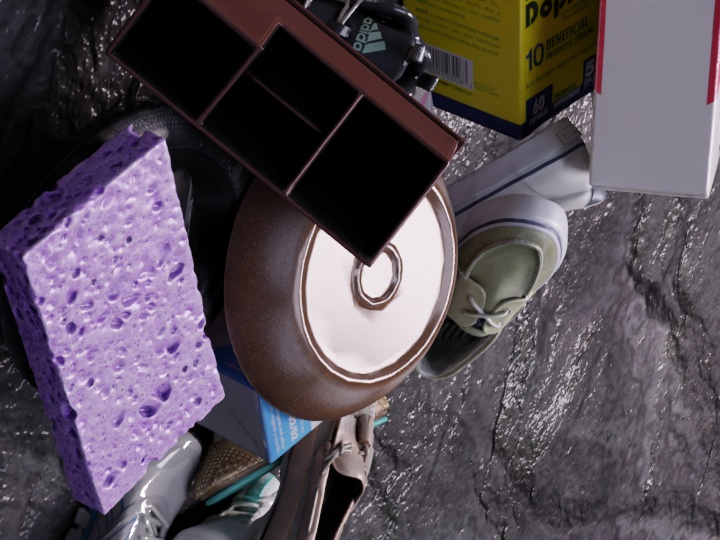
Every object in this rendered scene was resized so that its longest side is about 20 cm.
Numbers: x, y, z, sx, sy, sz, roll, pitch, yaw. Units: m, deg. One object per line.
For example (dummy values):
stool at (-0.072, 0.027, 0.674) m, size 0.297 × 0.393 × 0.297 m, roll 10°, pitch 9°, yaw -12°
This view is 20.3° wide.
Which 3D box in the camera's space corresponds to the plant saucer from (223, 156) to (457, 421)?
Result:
plant saucer at (0.000, 0.000, 1.259) m, size 0.200 × 0.037 × 0.201 m, roll -13°, pitch 109°, yaw -42°

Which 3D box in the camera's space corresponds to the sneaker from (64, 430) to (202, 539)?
sneaker at (-0.156, 0.195, 1.320) m, size 0.200 × 0.087 × 0.075 m, roll -55°, pitch 142°, yaw -16°

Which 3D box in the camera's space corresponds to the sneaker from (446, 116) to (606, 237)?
sneaker at (0.083, -0.031, 1.412) m, size 0.073 × 0.200 × 0.071 m, roll -29°, pitch 88°, yaw -54°

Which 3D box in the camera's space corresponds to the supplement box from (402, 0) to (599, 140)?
supplement box at (0.102, -0.211, 1.382) m, size 0.109 × 0.109 × 0.200 m, roll -34°, pitch 135°, yaw -37°

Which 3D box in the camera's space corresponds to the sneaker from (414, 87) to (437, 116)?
sneaker at (-0.020, -0.079, 1.341) m, size 0.200 × 0.081 × 0.088 m, roll -46°, pitch 141°, yaw -38°

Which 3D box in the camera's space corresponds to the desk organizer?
desk organizer at (-0.043, -0.099, 1.153) m, size 0.072 × 0.200 × 0.077 m, roll -47°, pitch -171°, yaw 27°

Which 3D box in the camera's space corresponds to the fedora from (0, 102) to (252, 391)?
fedora at (-0.156, -0.021, 1.179) m, size 0.200 × 0.091 × 0.201 m, roll -34°, pitch 136°, yaw -41°

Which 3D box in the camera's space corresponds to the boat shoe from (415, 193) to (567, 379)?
boat shoe at (0.087, 0.016, 1.369) m, size 0.200 × 0.072 × 0.062 m, roll 121°, pitch -16°, yaw -59°

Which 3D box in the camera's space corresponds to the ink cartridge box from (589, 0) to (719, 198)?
ink cartridge box at (0.213, -0.150, 1.389) m, size 0.200 × 0.084 × 0.145 m, roll -56°, pitch 149°, yaw -66°

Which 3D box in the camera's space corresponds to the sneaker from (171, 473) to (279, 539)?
sneaker at (-0.081, 0.184, 1.428) m, size 0.200 × 0.075 × 0.089 m, roll 36°, pitch 66°, yaw -69°

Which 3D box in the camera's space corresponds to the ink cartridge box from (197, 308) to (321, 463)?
ink cartridge box at (-0.036, 0.029, 1.345) m, size 0.200 × 0.115 × 0.068 m, roll -38°, pitch 137°, yaw -33°

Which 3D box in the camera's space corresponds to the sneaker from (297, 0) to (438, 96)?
sneaker at (-0.021, -0.153, 1.227) m, size 0.200 × 0.140 × 0.078 m, roll 15°, pitch 100°, yaw -53°

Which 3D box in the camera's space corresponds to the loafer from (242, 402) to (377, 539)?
loafer at (-0.023, 0.154, 1.357) m, size 0.072 × 0.063 × 0.200 m, roll 50°, pitch 58°, yaw -47°

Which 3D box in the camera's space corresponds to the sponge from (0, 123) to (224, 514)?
sponge at (-0.136, 0.030, 1.121) m, size 0.112 × 0.030 × 0.200 m, roll -43°, pitch 141°, yaw -33°

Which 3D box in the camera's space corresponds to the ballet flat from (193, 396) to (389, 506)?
ballet flat at (-0.058, 0.107, 1.419) m, size 0.200 × 0.070 × 0.065 m, roll -20°, pitch 84°, yaw -53°
